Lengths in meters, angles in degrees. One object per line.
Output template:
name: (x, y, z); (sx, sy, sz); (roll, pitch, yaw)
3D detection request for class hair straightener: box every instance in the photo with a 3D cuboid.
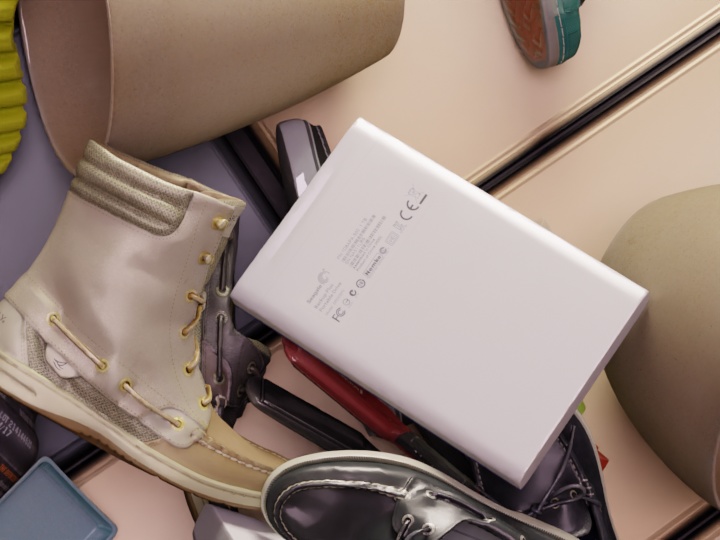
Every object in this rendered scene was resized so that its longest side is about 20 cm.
hair straightener: (0.009, 0.121, 1.285); (0.200, 0.041, 0.077); (37, 106, -20)

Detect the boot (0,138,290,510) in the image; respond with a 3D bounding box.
boot: (-0.097, 0.033, 1.200); (0.200, 0.072, 0.155); (29, 91, -14)

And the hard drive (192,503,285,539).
hard drive: (0.013, 0.196, 1.209); (0.200, 0.132, 0.027); (22, 102, -29)

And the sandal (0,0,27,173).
sandal: (-0.244, -0.133, 1.292); (0.079, 0.087, 0.201); (6, 101, -33)

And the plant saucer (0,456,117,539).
plant saucer: (-0.236, 0.200, 1.268); (0.200, 0.019, 0.070); (-46, 115, -11)

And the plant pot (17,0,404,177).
plant pot: (-0.082, -0.159, 1.277); (0.199, 0.187, 0.188); (-9, 84, -23)

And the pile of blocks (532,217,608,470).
pile of blocks: (0.105, 0.052, 1.299); (0.062, 0.082, 0.201); (-18, 83, 34)

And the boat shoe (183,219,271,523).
boat shoe: (-0.086, 0.053, 1.290); (0.066, 0.072, 0.202); (-9, 80, -3)

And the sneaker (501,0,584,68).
sneaker: (0.126, -0.229, 1.351); (0.080, 0.071, 0.201); (-8, 91, -17)

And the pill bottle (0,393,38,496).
pill bottle: (-0.259, 0.109, 1.243); (0.106, 0.106, 0.200); (45, 80, 0)

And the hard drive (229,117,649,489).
hard drive: (0.044, 0.016, 1.230); (0.200, 0.025, 0.132); (32, 77, 17)

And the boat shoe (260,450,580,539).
boat shoe: (0.041, 0.158, 1.185); (0.199, 0.066, 0.075); (24, 106, -10)

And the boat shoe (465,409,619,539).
boat shoe: (0.107, 0.137, 1.249); (0.074, 0.062, 0.201); (-19, 103, 17)

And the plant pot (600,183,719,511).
plant pot: (0.215, 0.026, 1.288); (0.134, 0.200, 0.201); (31, 78, 31)

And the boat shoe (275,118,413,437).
boat shoe: (0.000, 0.000, 1.312); (0.056, 0.069, 0.201); (-19, 93, -8)
